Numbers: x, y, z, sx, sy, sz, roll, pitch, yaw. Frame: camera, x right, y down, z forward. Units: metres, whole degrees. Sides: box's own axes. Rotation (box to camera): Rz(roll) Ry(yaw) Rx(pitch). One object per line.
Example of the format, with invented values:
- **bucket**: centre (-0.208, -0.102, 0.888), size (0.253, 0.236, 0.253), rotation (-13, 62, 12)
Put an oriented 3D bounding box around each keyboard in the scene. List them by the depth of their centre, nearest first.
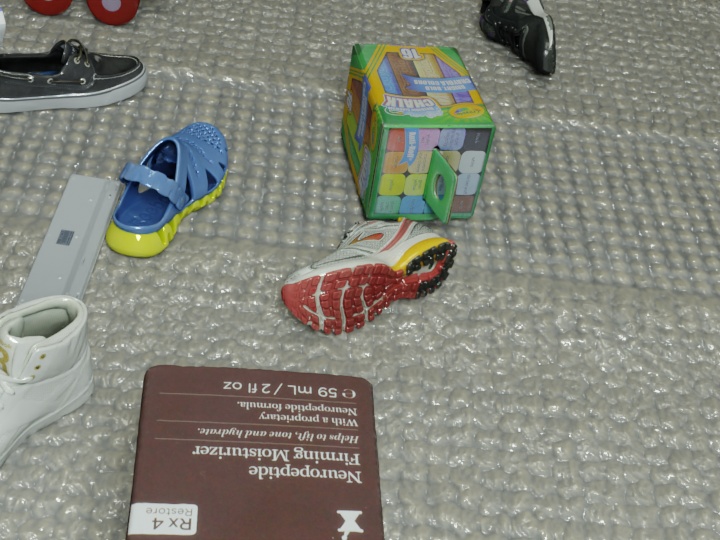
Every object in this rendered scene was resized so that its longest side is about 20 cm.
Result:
- **keyboard**: centre (-0.281, -0.030, 1.076), size (0.056, 0.011, 0.201), rotation (5, 41, 0)

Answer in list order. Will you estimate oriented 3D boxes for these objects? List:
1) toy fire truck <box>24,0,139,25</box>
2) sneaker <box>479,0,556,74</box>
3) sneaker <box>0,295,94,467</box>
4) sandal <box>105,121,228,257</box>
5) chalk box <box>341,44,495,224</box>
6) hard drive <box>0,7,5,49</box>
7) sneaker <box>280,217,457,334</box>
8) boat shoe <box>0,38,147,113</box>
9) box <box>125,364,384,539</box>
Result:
- **toy fire truck**: centre (-0.338, -0.412, 1.367), size (0.198, 0.169, 0.113), rotation (7, 41, -4)
- **sneaker**: centre (0.207, -0.318, 1.475), size (0.086, 0.076, 0.201), rotation (-8, 39, 0)
- **sneaker**: centre (-0.291, 0.094, 0.854), size (0.073, 0.116, 0.200), rotation (31, 46, 19)
- **sandal**: centre (-0.189, -0.100, 1.116), size (0.079, 0.088, 0.201), rotation (15, 39, 8)
- **chalk box**: centre (0.060, -0.135, 1.170), size (0.122, 0.125, 0.201), rotation (-1, 41, -14)
- **hard drive**: centre (-0.488, -0.235, 1.175), size (0.198, 0.132, 0.026), rotation (-13, 84, -25)
- **sneaker**: centre (0.000, 0.000, 1.064), size (0.199, 0.078, 0.082), rotation (-17, 44, -41)
- **boat shoe**: centre (-0.337, -0.228, 1.239), size (0.198, 0.067, 0.070), rotation (-9, 45, -22)
- **box**: centre (-0.075, 0.195, 0.750), size (0.164, 0.165, 0.201), rotation (4, 42, -8)
